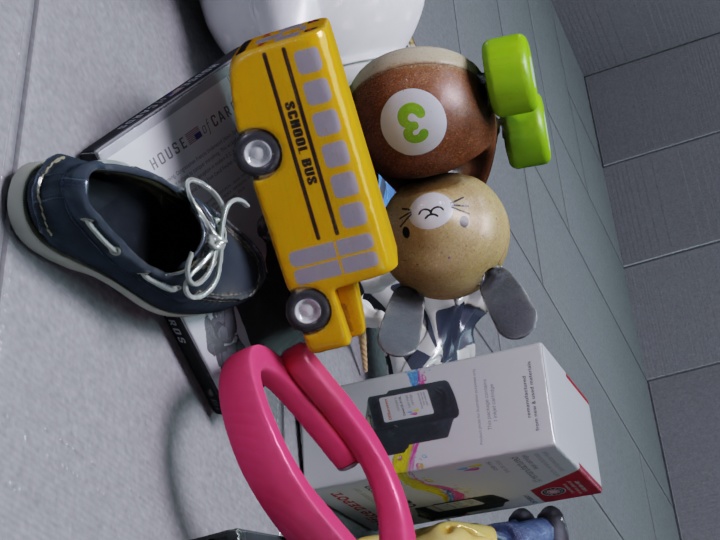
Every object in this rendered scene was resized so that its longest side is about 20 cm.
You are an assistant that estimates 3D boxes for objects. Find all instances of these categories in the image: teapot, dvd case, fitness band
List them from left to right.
[{"bbox_3d":[-0.084,-0.028,0.861,0.150,0.025,0.200,-42,118,-36],"label":"dvd case"},{"bbox_3d":[-0.024,0.130,0.831,0.200,0.037,0.144,53,19,-31],"label":"fitness band"},{"bbox_3d":[-0.030,-0.198,1.041,0.200,0.197,0.146,-16,96,-28],"label":"teapot"}]

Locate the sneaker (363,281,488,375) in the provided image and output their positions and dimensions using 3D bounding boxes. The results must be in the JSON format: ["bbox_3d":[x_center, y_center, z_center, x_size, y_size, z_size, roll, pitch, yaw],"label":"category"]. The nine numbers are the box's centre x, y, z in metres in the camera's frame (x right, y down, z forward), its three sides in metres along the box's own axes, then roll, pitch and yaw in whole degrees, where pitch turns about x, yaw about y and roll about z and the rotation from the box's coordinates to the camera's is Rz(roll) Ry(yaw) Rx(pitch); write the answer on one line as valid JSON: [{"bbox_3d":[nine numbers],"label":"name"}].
[{"bbox_3d":[0.037,0.058,1.192,0.079,0.130,0.199,15,95,-48],"label":"sneaker"}]

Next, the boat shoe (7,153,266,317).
[{"bbox_3d":[-0.114,-0.020,0.760,0.200,0.062,0.075,32,60,-51],"label":"boat shoe"}]

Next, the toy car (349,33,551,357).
[{"bbox_3d":[0.054,-0.040,0.905,0.158,0.164,0.200,56,27,-64],"label":"toy car"}]

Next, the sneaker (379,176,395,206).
[{"bbox_3d":[-0.001,-0.112,1.190,0.078,0.066,0.200,51,39,-61],"label":"sneaker"}]

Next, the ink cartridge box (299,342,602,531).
[{"bbox_3d":[0.071,0.136,1.012,0.146,0.200,0.083,44,37,-57],"label":"ink cartridge box"}]

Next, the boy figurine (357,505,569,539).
[{"bbox_3d":[0.074,0.227,1.016,0.200,0.124,0.064,-6,81,-35],"label":"boy figurine"}]

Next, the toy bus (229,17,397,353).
[{"bbox_3d":[-0.029,-0.052,0.827,0.065,0.078,0.200,-91,165,-72],"label":"toy bus"}]

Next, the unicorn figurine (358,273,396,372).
[{"bbox_3d":[0.000,0.000,1.075,0.200,0.137,0.074,35,49,-41],"label":"unicorn figurine"}]

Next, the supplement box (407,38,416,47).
[{"bbox_3d":[0.036,-0.155,1.352,0.110,0.086,0.200,-83,151,-50],"label":"supplement box"}]

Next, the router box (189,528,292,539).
[{"bbox_3d":[-0.045,0.244,0.785,0.200,0.062,0.150,35,40,-63],"label":"router box"}]
